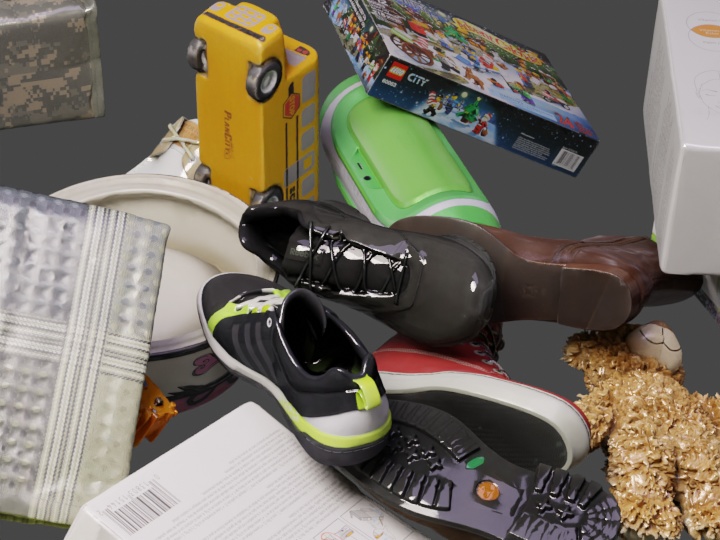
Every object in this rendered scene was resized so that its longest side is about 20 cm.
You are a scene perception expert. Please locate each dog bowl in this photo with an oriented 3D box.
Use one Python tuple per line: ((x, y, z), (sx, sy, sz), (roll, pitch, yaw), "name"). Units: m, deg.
((-0.153, 0.021, 1.421), (0.198, 0.074, 0.201), (0, 39, 0), "dog bowl")

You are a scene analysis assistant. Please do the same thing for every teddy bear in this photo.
((0.194, 0.102, 1.336), (0.144, 0.067, 0.201), (9, 40, 6), "teddy bear")

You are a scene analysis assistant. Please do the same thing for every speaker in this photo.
((0.035, -0.063, 1.522), (0.088, 0.089, 0.201), (-12, 41, -16), "speaker")

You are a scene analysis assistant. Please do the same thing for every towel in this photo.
((-0.221, 0.049, 1.232), (0.191, 0.035, 0.202), (12, 76, -6), "towel")

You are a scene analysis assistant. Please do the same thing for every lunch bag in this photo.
((-0.301, -0.201, 1.661), (0.162, 0.118, 0.200), (-10, 34, -14), "lunch bag")

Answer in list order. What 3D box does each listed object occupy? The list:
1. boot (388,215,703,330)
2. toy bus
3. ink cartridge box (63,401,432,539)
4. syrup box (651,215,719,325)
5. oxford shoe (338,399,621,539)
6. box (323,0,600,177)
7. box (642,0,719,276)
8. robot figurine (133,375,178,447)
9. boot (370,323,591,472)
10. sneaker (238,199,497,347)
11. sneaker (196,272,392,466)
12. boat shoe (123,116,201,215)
((0.130, -0.004, 1.426), (0.185, 0.065, 0.200), (17, 14, 19), "boot")
((-0.072, -0.099, 1.470), (0.065, 0.201, 0.078), (27, 46, 29), "toy bus")
((-0.053, 0.170, 1.209), (0.176, 0.045, 0.200), (37, 27, 13), "ink cartridge box")
((0.290, -0.001, 1.456), (0.081, 0.079, 0.200), (-12, 41, -19), "syrup box")
((0.063, 0.145, 1.266), (0.199, 0.085, 0.073), (27, 59, 23), "oxford shoe")
((0.077, -0.153, 1.592), (0.199, 0.038, 0.137), (19, 28, -29), "box")
((0.280, -0.094, 1.422), (0.151, 0.107, 0.201), (4, 38, 1), "box")
((-0.213, 0.057, 1.304), (0.200, 0.145, 0.058), (43, 22, 17), "robot figurine")
((0.086, 0.067, 1.345), (0.199, 0.073, 0.144), (7, 33, 39), "boot")
((0.000, 0.000, 1.327), (0.199, 0.077, 0.090), (15, 5, 42), "sneaker")
((-0.036, 0.038, 1.278), (0.071, 0.083, 0.200), (-20, 39, -26), "sneaker")
((-0.125, -0.082, 1.553), (0.074, 0.069, 0.199), (31, 48, 32), "boat shoe")
